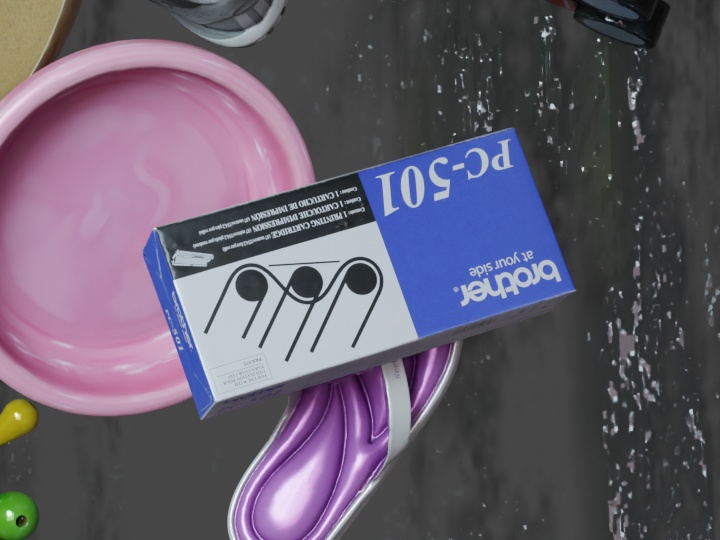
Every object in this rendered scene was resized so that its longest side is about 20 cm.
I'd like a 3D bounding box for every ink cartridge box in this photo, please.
[{"bbox_3d":[0.000,0.000,1.223,0.200,0.044,0.094,-17,79,-18],"label":"ink cartridge box"}]

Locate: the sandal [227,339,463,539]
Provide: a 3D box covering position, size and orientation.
[{"bbox_3d":[-0.004,0.068,1.254,0.082,0.050,0.203,23,87,9],"label":"sandal"}]

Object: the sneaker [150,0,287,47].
[{"bbox_3d":[-0.134,-0.190,1.268,0.200,0.115,0.075,26,89,10],"label":"sneaker"}]

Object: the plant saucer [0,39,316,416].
[{"bbox_3d":[-0.122,-0.025,1.238,0.200,0.051,0.201,-9,113,-22],"label":"plant saucer"}]

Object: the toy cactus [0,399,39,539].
[{"bbox_3d":[-0.251,0.127,1.274,0.165,0.102,0.200,8,94,19],"label":"toy cactus"}]

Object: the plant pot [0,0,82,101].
[{"bbox_3d":[-0.197,-0.166,1.261,0.200,0.027,0.200,-8,79,46],"label":"plant pot"}]

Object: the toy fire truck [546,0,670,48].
[{"bbox_3d":[0.063,-0.185,1.206,0.200,0.176,0.129,22,88,11],"label":"toy fire truck"}]
